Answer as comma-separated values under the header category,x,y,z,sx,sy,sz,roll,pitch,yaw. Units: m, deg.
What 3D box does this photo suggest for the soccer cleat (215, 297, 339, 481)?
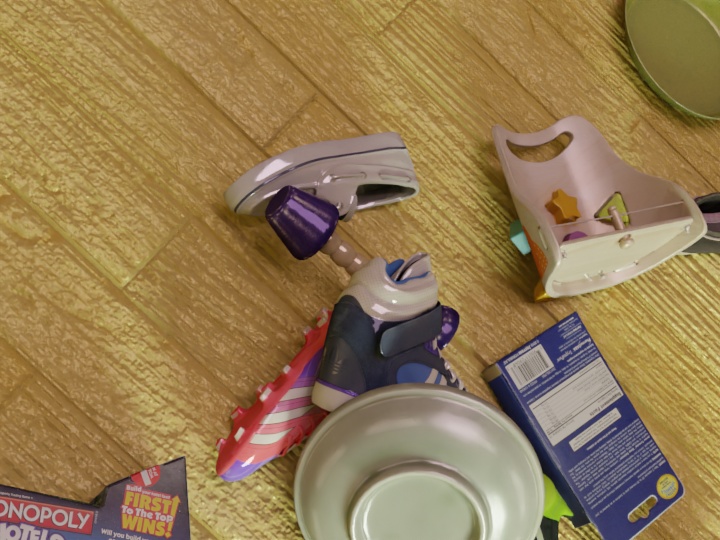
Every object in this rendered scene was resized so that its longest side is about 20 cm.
category,x,y,z,sx,sy,sz,roll,pitch,yaw
soccer cleat,-0.043,0.106,0.987,0.076,0.067,0.200,45,52,-9

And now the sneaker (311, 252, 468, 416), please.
category,x,y,z,sx,sy,sz,roll,pitch,yaw
sneaker,0.053,0.064,0.991,0.199,0.080,0.148,23,86,-43

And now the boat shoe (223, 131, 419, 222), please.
category,x,y,z,sx,sy,sz,roll,pitch,yaw
boat shoe,-0.027,-0.074,1.069,0.198,0.074,0.066,-19,73,-32

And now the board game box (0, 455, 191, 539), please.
category,x,y,z,sx,sy,sz,roll,pitch,yaw
board game box,-0.196,0.223,0.850,0.198,0.062,0.202,18,60,-21

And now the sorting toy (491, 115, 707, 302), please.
category,x,y,z,sx,sy,sz,roll,pitch,yaw
sorting toy,0.210,-0.076,1.191,0.198,0.107,0.182,-10,66,-31

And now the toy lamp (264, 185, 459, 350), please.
category,x,y,z,sx,sy,sz,roll,pitch,yaw
toy lamp,0.000,0.000,1.038,0.200,0.058,0.059,41,54,-23

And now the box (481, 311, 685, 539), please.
category,x,y,z,sx,sy,sz,roll,pitch,yaw
box,0.211,0.152,1.122,0.120,0.032,0.201,-26,81,-34

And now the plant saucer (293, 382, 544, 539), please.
category,x,y,z,sx,sy,sz,roll,pitch,yaw
plant saucer,0.045,0.185,0.920,0.199,0.201,0.050,33,21,-11

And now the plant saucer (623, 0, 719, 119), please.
category,x,y,z,sx,sy,sz,roll,pitch,yaw
plant saucer,0.381,-0.261,1.403,0.198,0.031,0.202,12,63,-24

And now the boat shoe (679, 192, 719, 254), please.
category,x,y,z,sx,sy,sz,roll,pitch,yaw
boat shoe,0.410,-0.053,1.308,0.198,0.057,0.068,-7,72,-31

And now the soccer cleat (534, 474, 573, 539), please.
category,x,y,z,sx,sy,sz,roll,pitch,yaw
soccer cleat,0.131,0.264,1.012,0.081,0.067,0.201,43,54,-20
